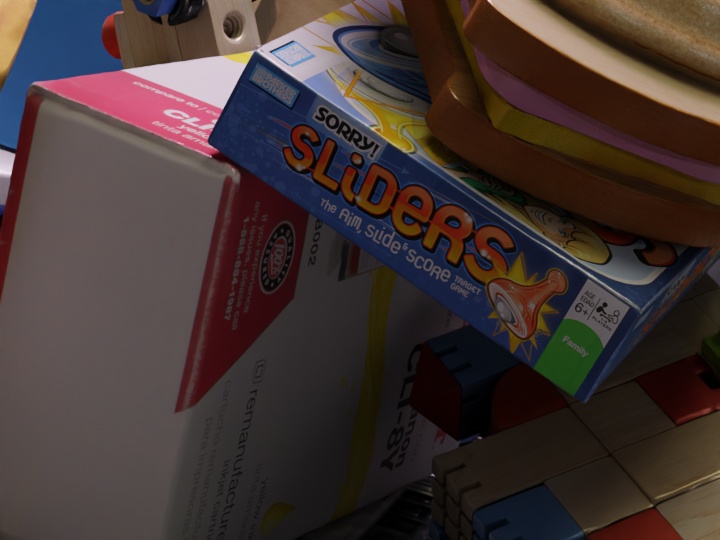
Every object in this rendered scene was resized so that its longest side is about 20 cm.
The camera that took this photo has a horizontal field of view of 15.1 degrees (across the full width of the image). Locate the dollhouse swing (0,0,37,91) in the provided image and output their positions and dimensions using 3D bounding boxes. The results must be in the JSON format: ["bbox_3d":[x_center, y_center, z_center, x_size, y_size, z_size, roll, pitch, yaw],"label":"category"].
[{"bbox_3d":[-0.205,-0.036,0.875,0.181,0.177,0.200,10,17,-7],"label":"dollhouse swing"}]

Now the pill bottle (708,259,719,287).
[{"bbox_3d":[0.193,-0.025,1.219,0.199,0.110,0.109,1,19,-43],"label":"pill bottle"}]

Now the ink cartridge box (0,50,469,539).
[{"bbox_3d":[-0.033,0.008,0.896,0.083,0.146,0.200,21,19,26],"label":"ink cartridge box"}]

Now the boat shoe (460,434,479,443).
[{"bbox_3d":[0.000,0.000,1.078,0.072,0.073,0.200,1,19,-30],"label":"boat shoe"}]

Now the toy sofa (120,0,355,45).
[{"bbox_3d":[0.003,-0.081,1.106,0.200,0.083,0.097,36,-22,-31],"label":"toy sofa"}]

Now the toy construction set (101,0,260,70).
[{"bbox_3d":[-0.088,-0.069,1.004,0.131,0.201,0.092,0,31,47],"label":"toy construction set"}]

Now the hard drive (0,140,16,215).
[{"bbox_3d":[-0.180,-0.055,1.222,0.199,0.026,0.132,7,16,-14],"label":"hard drive"}]

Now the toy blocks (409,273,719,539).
[{"bbox_3d":[0.084,0.074,0.861,0.136,0.100,0.200,-19,43,-20],"label":"toy blocks"}]

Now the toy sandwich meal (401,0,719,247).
[{"bbox_3d":[0.069,-0.085,0.837,0.204,0.070,0.205,26,22,-12],"label":"toy sandwich meal"}]

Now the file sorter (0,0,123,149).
[{"bbox_3d":[-0.144,-0.136,1.235,0.199,0.140,0.123,18,13,23],"label":"file sorter"}]

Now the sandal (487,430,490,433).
[{"bbox_3d":[0.097,0.059,1.003,0.076,0.043,0.200,6,17,-19],"label":"sandal"}]

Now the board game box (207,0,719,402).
[{"bbox_3d":[0.053,-0.039,0.849,0.135,0.035,0.200,34,25,9],"label":"board game box"}]
